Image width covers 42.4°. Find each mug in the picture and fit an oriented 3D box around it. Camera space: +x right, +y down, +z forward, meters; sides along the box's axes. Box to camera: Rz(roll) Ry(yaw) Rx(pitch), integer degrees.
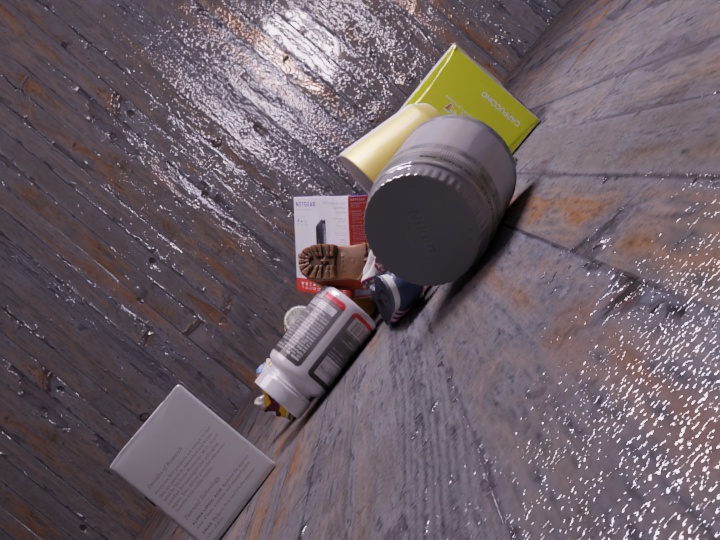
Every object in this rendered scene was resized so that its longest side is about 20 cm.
[{"bbox_3d":[0.080,-0.167,1.418,0.153,0.150,0.186,-43,38,-4],"label":"mug"}]

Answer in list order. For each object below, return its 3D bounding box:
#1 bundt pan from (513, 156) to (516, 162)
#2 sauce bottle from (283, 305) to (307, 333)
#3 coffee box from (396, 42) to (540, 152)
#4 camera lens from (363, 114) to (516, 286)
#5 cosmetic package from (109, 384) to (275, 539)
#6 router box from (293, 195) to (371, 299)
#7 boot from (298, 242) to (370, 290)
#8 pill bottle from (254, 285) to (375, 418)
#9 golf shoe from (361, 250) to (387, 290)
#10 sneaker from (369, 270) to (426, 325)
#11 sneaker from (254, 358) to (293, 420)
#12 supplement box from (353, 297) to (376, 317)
[{"bbox_3d":[0.160,-0.127,1.498,0.202,0.076,0.202,-50,3,3],"label":"bundt pan"},{"bbox_3d":[-0.101,0.137,1.745,0.065,0.064,0.201,-52,-21,-22],"label":"sauce bottle"},{"bbox_3d":[0.178,-0.265,1.664,0.200,0.199,0.198,-49,4,14],"label":"coffee box"},{"bbox_3d":[0.101,-0.091,1.154,0.160,0.160,0.200,-48,4,35],"label":"camera lens"},{"bbox_3d":[-0.269,0.310,1.480,0.165,0.200,0.165,-51,3,-16],"label":"cosmetic package"},{"bbox_3d":[-0.052,-0.046,1.700,0.048,0.182,0.199,-6,6,-32],"label":"router box"},{"bbox_3d":[0.000,0.000,1.560,0.107,0.198,0.076,79,-162,-73],"label":"boot"},{"bbox_3d":[-0.076,0.134,1.527,0.200,0.114,0.114,-51,3,-9],"label":"pill bottle"},{"bbox_3d":[0.046,-0.026,1.415,0.200,0.074,0.092,121,153,-68],"label":"golf shoe"},{"bbox_3d":[0.063,0.031,1.346,0.081,0.071,0.200,-25,-4,-8],"label":"sneaker"},{"bbox_3d":[-0.140,0.171,1.640,0.075,0.089,0.202,-60,-16,-66],"label":"sneaker"},{"bbox_3d":[-0.013,0.074,1.745,0.067,0.069,0.200,-47,3,28],"label":"supplement box"}]
